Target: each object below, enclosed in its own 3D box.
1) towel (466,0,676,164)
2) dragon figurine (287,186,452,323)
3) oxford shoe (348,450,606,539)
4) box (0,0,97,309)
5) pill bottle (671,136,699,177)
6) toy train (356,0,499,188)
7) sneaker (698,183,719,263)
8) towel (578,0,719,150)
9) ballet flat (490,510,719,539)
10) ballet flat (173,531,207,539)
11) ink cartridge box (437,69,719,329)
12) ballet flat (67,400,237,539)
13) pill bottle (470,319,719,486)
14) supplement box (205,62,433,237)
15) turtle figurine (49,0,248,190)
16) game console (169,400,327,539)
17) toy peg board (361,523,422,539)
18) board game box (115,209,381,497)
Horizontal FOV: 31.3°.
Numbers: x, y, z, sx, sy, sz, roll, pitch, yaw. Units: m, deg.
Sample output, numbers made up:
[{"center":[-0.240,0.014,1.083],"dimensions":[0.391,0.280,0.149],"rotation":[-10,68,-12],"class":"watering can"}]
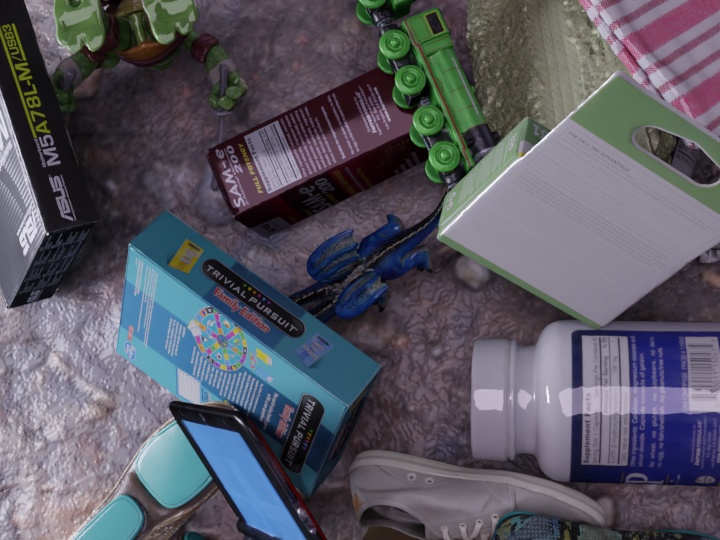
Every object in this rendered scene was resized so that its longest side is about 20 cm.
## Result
[{"center":[0.144,-0.141,0.924],"dimensions":[0.148,0.036,0.202],"rotation":[-19,66,33],"class":"towel"},{"center":[0.000,0.000,0.975],"dimensions":[0.200,0.099,0.059],"rotation":[-40,80,37],"class":"dragon figurine"},{"center":[0.084,0.182,0.969],"dimensions":[0.198,0.075,0.058],"rotation":[7,58,10],"class":"oxford shoe"},{"center":[-0.271,-0.089,0.999],"dimensions":[0.047,0.200,0.195],"rotation":[-13,79,-27],"class":"box"},{"center":[0.200,-0.109,0.969],"dimensions":[0.115,0.116,0.202],"rotation":[17,86,10],"class":"pill bottle"},{"center":[0.042,-0.155,0.928],"dimensions":[0.056,0.042,0.201],"rotation":[-22,80,-7],"class":"toy train"},{"center":[0.333,-0.049,0.962],"dimensions":[0.198,0.081,0.076],"rotation":[-11,80,5],"class":"sneaker"},{"center":[0.216,-0.193,0.887],"dimensions":[0.146,0.030,0.201],"rotation":[-35,88,-33],"class":"towel"},{"center":[0.188,0.224,0.928],"dimensions":[0.198,0.074,0.075],"rotation":[8,84,-14],"class":"ballet flat"},{"center":[-0.091,0.294,0.993],"dimensions":[0.200,0.068,0.067],"rotation":[45,98,12],"class":"ballet flat"},{"center":[0.162,-0.050,0.843],"dimensions":[0.145,0.200,0.048],"rotation":[29,48,-15],"class":"ink cartridge box"},{"center":[-0.157,0.177,1.011],"dimensions":[0.200,0.065,0.071],"rotation":[-43,71,10],"class":"ballet flat"},{"center":[0.183,0.096,0.947],"dimensions":[0.198,0.120,0.121],"rotation":[1,84,9],"class":"pill bottle"},{"center":[-0.010,-0.099,1.001],"dimensions":[0.199,0.109,0.061],"rotation":[-25,80,5],"class":"supplement box"},{"center":[-0.165,-0.144,0.986],"dimensions":[0.143,0.194,0.201],"rotation":[25,84,2],"class":"turtle figurine"},{"center":[-0.093,0.193,0.863],"dimensions":[0.118,0.200,0.174],"rotation":[28,77,-18],"class":"game console"},{"center":[0.076,0.280,0.913],"dimensions":[0.198,0.199,0.099],"rotation":[13,101,9],"class":"toy peg board"},{"center":[-0.091,0.066,0.976],"dimensions":[0.199,0.151,0.047],"rotation":[35,54,10],"class":"board game box"}]
